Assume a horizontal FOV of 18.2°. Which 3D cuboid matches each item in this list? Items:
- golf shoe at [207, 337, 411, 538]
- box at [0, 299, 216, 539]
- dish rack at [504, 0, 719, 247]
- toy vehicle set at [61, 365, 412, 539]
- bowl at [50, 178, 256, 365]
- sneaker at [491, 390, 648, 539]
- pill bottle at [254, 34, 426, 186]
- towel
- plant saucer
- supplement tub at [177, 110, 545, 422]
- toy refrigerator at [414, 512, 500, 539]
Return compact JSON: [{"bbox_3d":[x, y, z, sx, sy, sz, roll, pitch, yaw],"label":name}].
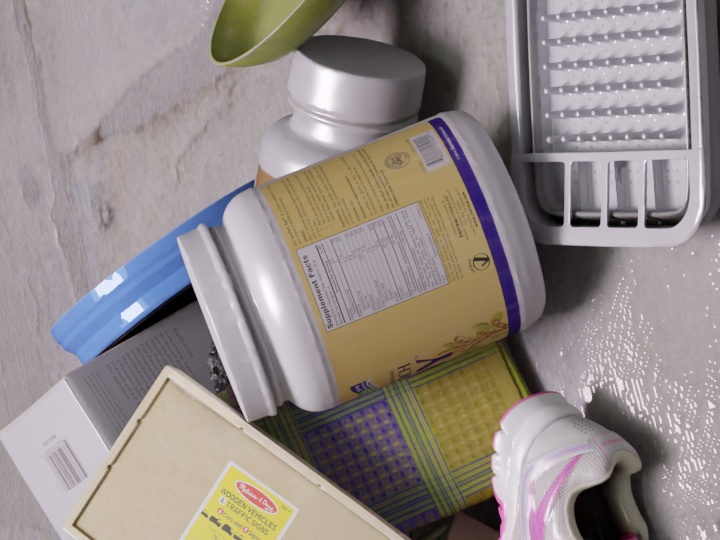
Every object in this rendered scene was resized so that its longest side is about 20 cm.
[{"bbox_3d":[-0.036,0.121,1.506,0.078,0.094,0.201,107,139,-74],"label":"golf shoe"},{"bbox_3d":[-0.140,0.094,1.623,0.098,0.199,0.124,57,140,3],"label":"box"},{"bbox_3d":[0.153,-0.116,1.322,0.171,0.043,0.202,3,97,56],"label":"dish rack"},{"bbox_3d":[-0.077,0.166,1.405,0.199,0.027,0.125,34,90,20],"label":"toy vehicle set"},{"bbox_3d":[-0.132,0.003,1.623,0.040,0.200,0.200,54,140,3],"label":"bowl"},{"bbox_3d":[0.127,0.181,1.373,0.088,0.081,0.202,18,114,49],"label":"sneaker"},{"bbox_3d":[-0.016,-0.049,1.512,0.114,0.114,0.202,35,123,47],"label":"pill bottle"},{"bbox_3d":[0.018,0.100,1.442,0.023,0.199,0.144,78,167,-69],"label":"towel"},{"bbox_3d":[-0.028,-0.211,1.499,0.200,0.031,0.201,-45,23,25],"label":"plant saucer"},{"bbox_3d":[0.000,0.000,1.392,0.145,0.198,0.147,158,90,-85],"label":"supplement tub"},{"bbox_3d":[0.041,0.260,1.420,0.076,0.070,0.201,-43,23,55],"label":"toy refrigerator"}]
